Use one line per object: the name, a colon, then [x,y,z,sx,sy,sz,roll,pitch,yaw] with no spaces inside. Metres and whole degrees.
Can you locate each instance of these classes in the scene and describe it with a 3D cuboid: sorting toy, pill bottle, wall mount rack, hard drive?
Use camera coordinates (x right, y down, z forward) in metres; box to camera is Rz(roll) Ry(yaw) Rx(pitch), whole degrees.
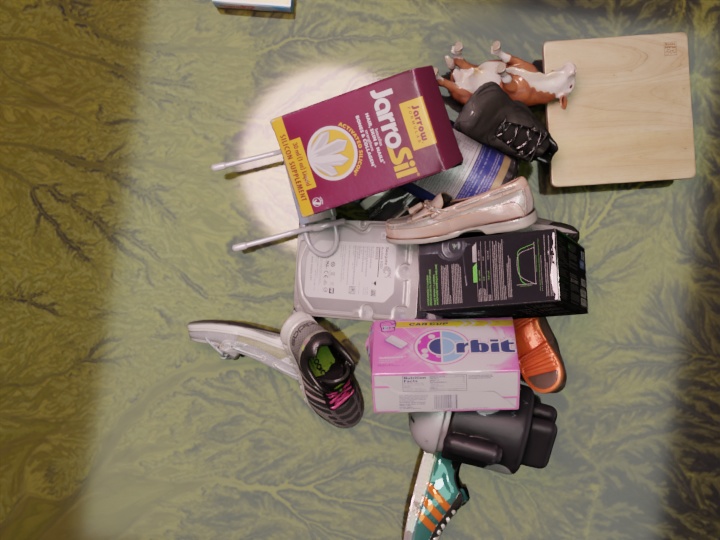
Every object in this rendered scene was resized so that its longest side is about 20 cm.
sorting toy: [0.356,-0.220,1.557,0.197,0.070,0.201,-3,89,1]
pill bottle: [0.102,-0.146,1.472,0.199,0.112,0.113,29,90,-3]
wall mount rack: [-0.109,-0.107,1.526,0.173,0.074,0.202,-11,95,39]
hard drive: [0.000,0.000,1.540,0.198,0.038,0.142,4,90,28]

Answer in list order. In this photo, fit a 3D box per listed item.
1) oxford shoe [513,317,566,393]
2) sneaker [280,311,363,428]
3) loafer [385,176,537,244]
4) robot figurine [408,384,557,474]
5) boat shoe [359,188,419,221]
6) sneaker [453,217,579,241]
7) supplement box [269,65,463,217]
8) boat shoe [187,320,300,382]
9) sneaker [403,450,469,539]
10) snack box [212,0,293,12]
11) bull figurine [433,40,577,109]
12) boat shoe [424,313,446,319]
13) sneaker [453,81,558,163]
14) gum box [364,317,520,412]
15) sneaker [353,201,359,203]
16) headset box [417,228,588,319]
oxford shoe: [0.233,0.082,1.563,0.071,0.073,0.202,-25,70,20]
sneaker: [-0.041,0.150,1.520,0.073,0.087,0.201,-35,122,-16]
loafer: [0.123,-0.078,1.408,0.198,0.072,0.064,-7,110,18]
robot figurine: [0.164,0.202,1.502,0.198,0.150,0.126,14,75,5]
boat shoe: [0.093,-0.131,1.563,0.199,0.074,0.061,-38,95,-4]
sneaker: [0.211,-0.063,1.558,0.198,0.074,0.080,6,55,-3]
supplement box: [0.009,-0.159,1.376,0.198,0.103,0.132,-17,96,20]
boat shoe: [-0.149,0.113,1.568,0.200,0.074,0.066,14,90,-6]
sneaker: [0.109,0.332,1.554,0.079,0.071,0.202,14,88,6]
snack box: [-0.146,-0.477,1.594,0.115,0.037,0.203,5,89,2]
bull figurine: [0.192,-0.260,1.507,0.199,0.121,0.066,0,68,42]
boat shoe: [0.080,0.049,1.564,0.068,0.071,0.201,-36,77,31]
sneaker: [0.193,-0.182,1.414,0.091,0.199,0.076,44,113,27]
gum box: [0.104,0.122,1.442,0.197,0.114,0.067,-2,124,3]
sneaker: [-0.002,-0.145,1.572,0.198,0.079,0.097,-15,94,11]
headset box: [0.183,0.012,1.461,0.198,0.174,0.094,-6,80,24]
